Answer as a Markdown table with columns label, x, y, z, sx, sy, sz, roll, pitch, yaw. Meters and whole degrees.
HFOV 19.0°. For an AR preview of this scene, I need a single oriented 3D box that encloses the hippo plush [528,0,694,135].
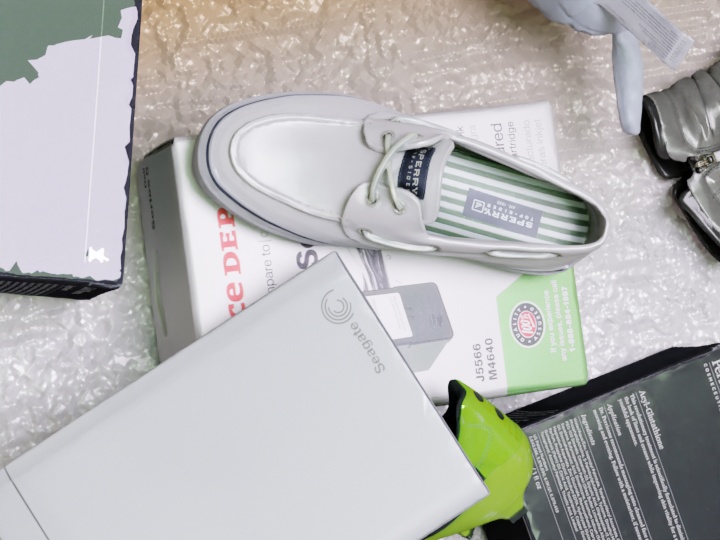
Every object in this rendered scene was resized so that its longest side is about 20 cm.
| label | x | y | z | sx | sy | sz | roll | pitch | yaw |
| --- | --- | --- | --- | --- | --- | --- | --- | --- | --- |
| hippo plush | 0.131 | -0.215 | 1.091 | 0.200 | 0.159 | 0.161 | 41 | 63 | 8 |

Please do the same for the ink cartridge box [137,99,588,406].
| label | x | y | z | sx | sy | sz | roll | pitch | yaw |
| --- | --- | --- | --- | --- | --- | --- | --- | --- | --- |
| ink cartridge box | 0.000 | 0.000 | 1.074 | 0.199 | 0.084 | 0.146 | -7 | 88 | -17 |

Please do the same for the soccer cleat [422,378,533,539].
| label | x | y | z | sx | sy | sz | roll | pitch | yaw |
| --- | --- | --- | --- | --- | --- | --- | --- | --- | --- |
| soccer cleat | -0.011 | 0.121 | 1.041 | 0.200 | 0.068 | 0.081 | -33 | 120 | 12 |

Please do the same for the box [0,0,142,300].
| label | x | y | z | sx | sy | sz | roll | pitch | yaw |
| --- | --- | --- | --- | --- | --- | --- | --- | --- | --- |
| box | -0.202 | -0.093 | 1.008 | 0.181 | 0.104 | 0.201 | 6 | 85 | -16 |

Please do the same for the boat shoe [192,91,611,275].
| label | x | y | z | sx | sy | sz | roll | pitch | yaw |
| --- | --- | --- | --- | --- | --- | --- | --- | --- | --- |
| boat shoe | 0.024 | -0.045 | 1.006 | 0.199 | 0.067 | 0.074 | 9 | 82 | -16 |

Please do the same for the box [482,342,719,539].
| label | x | y | z | sx | sy | sz | roll | pitch | yaw |
| --- | --- | --- | --- | --- | --- | --- | --- | --- | --- |
| box | 0.151 | 0.155 | 1.115 | 0.141 | 0.079 | 0.201 | -20 | 92 | -15 |

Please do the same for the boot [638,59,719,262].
| label | x | y | z | sx | sy | sz | roll | pitch | yaw |
| --- | --- | --- | --- | --- | --- | --- | --- | --- | --- |
| boot | 0.242 | -0.039 | 1.171 | 0.130 | 0.068 | 0.200 | -37 | 90 | -11 |

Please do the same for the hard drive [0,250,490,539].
| label | x | y | z | sx | sy | sz | roll | pitch | yaw |
| --- | --- | --- | --- | --- | --- | --- | --- | --- | --- |
| hard drive | -0.059 | 0.100 | 0.985 | 0.200 | 0.027 | 0.132 | -33 | 86 | 0 |
